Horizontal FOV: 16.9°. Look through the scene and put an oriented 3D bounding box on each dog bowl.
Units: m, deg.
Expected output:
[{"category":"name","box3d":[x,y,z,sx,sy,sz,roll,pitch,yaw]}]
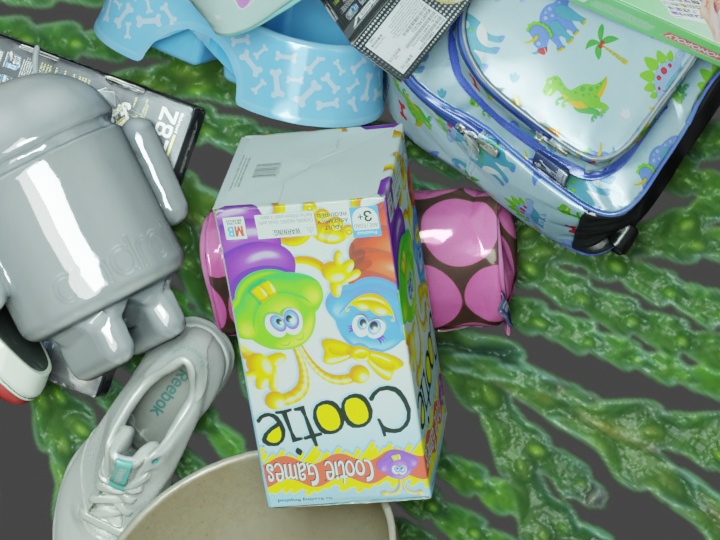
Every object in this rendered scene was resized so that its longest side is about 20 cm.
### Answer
[{"category":"dog bowl","box3d":[-0.071,-0.148,1.504,0.199,0.111,0.050,25,116,25]}]

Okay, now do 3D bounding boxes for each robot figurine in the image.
[{"category":"robot figurine","box3d":[-0.182,-0.036,1.490,0.169,0.113,0.201,-29,92,-38]}]

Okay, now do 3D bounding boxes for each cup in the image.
[{"category":"cup","box3d":[-0.049,0.231,1.506,0.199,0.201,0.144,-22,129,5]}]

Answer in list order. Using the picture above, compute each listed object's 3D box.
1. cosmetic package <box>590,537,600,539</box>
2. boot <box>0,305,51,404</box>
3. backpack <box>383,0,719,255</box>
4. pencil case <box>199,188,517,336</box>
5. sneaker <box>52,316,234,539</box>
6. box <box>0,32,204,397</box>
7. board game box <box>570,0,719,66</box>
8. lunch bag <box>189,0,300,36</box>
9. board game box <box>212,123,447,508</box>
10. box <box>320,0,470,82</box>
[{"category":"cosmetic package","box3d":[0.202,0.266,1.517,0.200,0.107,0.090,35,95,1]},{"category":"boot","box3d":[-0.301,0.048,1.531,0.200,0.072,0.144,40,98,12]},{"category":"backpack","box3d":[0.118,-0.137,1.484,0.199,0.147,0.183,32,73,12]},{"category":"pencil case","box3d":[0.000,0.000,1.541,0.199,0.091,0.094,-1,128,7]},{"category":"sneaker","box3d":[-0.149,0.125,1.546,0.075,0.089,0.201,25,104,0]},{"category":"box","box3d":[-0.208,-0.039,1.573,0.160,0.049,0.201,19,93,6]},{"category":"board game box","box3d":[0.210,-0.192,1.418,0.199,0.029,0.135,22,75,-17]},{"category":"lunch bag","box3d":[-0.059,-0.239,1.452,0.160,0.200,0.077,-34,127,3]},{"category":"board game box","box3d":[-0.014,0.028,1.449,0.102,0.105,0.201,-4,117,10]},{"category":"box","box3d":[0.051,-0.226,1.436,0.044,0.160,0.200,34,102,-27]}]
